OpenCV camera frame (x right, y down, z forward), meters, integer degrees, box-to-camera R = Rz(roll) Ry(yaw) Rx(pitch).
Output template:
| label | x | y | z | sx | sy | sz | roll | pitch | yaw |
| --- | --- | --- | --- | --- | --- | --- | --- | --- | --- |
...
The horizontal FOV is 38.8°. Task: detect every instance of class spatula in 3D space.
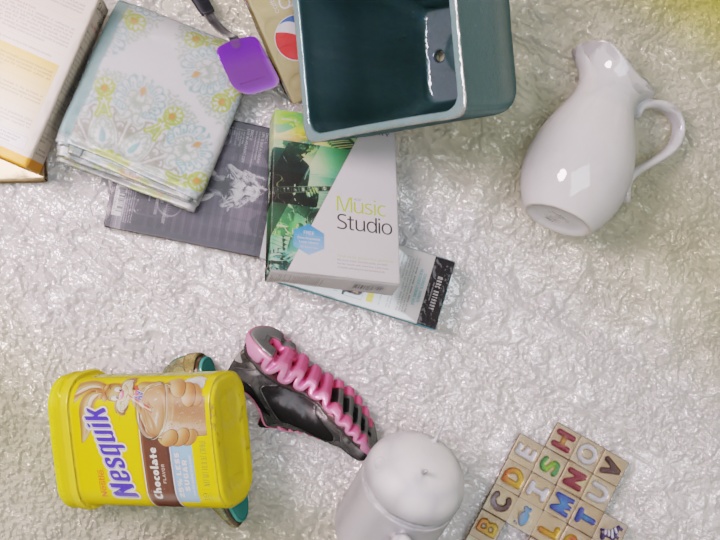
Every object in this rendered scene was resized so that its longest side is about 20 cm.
| label | x | y | z | sx | sy | sz | roll | pitch | yaw |
| --- | --- | --- | --- | --- | --- | --- | --- | --- | --- |
| spatula | -0.160 | -0.277 | 1.132 | 0.056 | 0.021 | 0.200 | -25 | 70 | -29 |

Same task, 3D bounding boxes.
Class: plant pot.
| label | x | y | z | sx | sy | sz | roll | pitch | yaw |
| --- | --- | --- | --- | --- | --- | --- | --- | --- | --- |
| plant pot | 0.068 | -0.242 | 1.085 | 0.195 | 0.200 | 0.197 | -4 | 91 | 36 |

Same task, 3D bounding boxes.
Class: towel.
| label | x | y | z | sx | sy | sz | roll | pitch | yaw |
| --- | --- | --- | --- | --- | --- | --- | --- | --- | --- |
| towel | -0.225 | -0.182 | 1.127 | 0.170 | 0.048 | 0.201 | 21 | 76 | -7 |

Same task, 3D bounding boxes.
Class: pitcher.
| label | x | y | z | sx | sy | sz | roll | pitch | yaw |
| --- | --- | --- | --- | --- | --- | --- | --- | --- | --- |
| pitcher | 0.280 | -0.133 | 1.167 | 0.171 | 0.121 | 0.201 | 27 | 76 | -13 |

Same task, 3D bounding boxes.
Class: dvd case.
| label | x | y | z | sx | sy | sz | roll | pitch | yaw |
| --- | --- | --- | --- | --- | --- | --- | --- | --- | --- |
| dvd case | -0.178 | -0.103 | 1.164 | 0.199 | 0.016 | 0.150 | 11 | 89 | -6 |

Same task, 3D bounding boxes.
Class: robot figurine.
| label | x | y | z | sx | sy | sz | roll | pitch | yaw |
| --- | --- | --- | --- | --- | --- | --- | --- | --- | --- |
| robot figurine | 0.043 | 0.254 | 1.119 | 0.112 | 0.170 | 0.201 | 19 | 128 | -9 |

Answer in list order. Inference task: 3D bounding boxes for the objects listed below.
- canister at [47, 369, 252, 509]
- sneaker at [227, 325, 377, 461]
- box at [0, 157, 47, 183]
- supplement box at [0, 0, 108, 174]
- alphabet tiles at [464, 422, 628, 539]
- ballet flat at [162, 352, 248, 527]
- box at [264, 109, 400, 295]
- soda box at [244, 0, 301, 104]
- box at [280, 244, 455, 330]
| label | x | y | z | sx | sy | sz | roll | pitch | yaw |
| --- | --- | --- | --- | --- | --- | --- | --- | --- | --- |
| canister | -0.222 | 0.179 | 1.087 | 0.199 | 0.086 | 0.150 | -4 | 95 | 22 |
| sneaker | -0.070 | 0.155 | 1.162 | 0.200 | 0.079 | 0.095 | 41 | 109 | -5 |
| box | -0.450 | -0.176 | 1.131 | 0.199 | 0.021 | 0.165 | -2 | 91 | -7 |
| supplement box | -0.368 | -0.221 | 1.091 | 0.125 | 0.074 | 0.201 | 23 | 88 | -6 |
| alphabet tiles | 0.230 | 0.291 | 1.207 | 0.167 | 0.008 | 0.201 | 29 | 84 | -1 |
| ballet flat | -0.178 | 0.193 | 1.151 | 0.070 | 0.071 | 0.201 | -14 | 93 | -5 |
| box | -0.030 | -0.076 | 1.119 | 0.143 | 0.036 | 0.201 | 6 | 63 | -16 |
| soda box | -0.087 | -0.290 | 1.114 | 0.067 | 0.064 | 0.201 | -25 | 114 | -2 |
| box | 0.000 | 0.000 | 1.159 | 0.199 | 0.049 | 0.083 | 18 | 88 | -11 |
